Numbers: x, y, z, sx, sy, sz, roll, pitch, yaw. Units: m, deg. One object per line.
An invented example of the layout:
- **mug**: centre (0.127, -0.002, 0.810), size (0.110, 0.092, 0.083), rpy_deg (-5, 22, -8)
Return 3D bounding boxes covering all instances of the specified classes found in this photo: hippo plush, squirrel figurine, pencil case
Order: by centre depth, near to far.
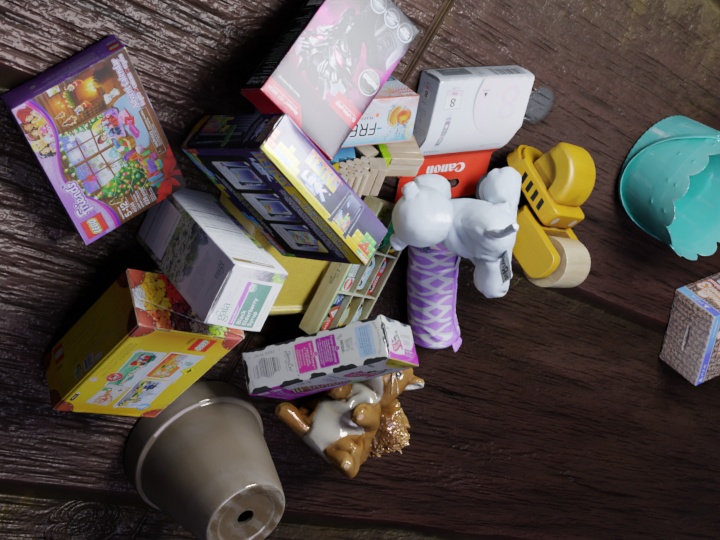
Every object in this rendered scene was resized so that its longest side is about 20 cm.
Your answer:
- **hippo plush**: centre (0.119, -0.045, 1.539), size (0.160, 0.200, 0.160), rpy_deg (7, 121, 6)
- **pencil case**: centre (0.109, 0.020, 1.699), size (0.084, 0.085, 0.201), rpy_deg (-54, 153, -43)
- **squirrel figurine**: centre (0.004, 0.202, 1.743), size (0.187, 0.141, 0.200), rpy_deg (-50, 152, -11)

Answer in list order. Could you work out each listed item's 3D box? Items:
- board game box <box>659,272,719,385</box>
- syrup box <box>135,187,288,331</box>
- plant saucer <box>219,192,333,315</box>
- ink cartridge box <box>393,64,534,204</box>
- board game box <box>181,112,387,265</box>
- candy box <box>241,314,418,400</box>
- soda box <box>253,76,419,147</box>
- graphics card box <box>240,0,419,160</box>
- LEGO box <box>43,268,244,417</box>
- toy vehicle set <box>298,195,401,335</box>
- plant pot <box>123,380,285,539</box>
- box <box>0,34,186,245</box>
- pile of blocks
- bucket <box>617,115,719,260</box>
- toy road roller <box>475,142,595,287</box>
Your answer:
- **board game box**: centre (0.668, 0.095, 2.185), size (0.199, 0.097, 0.160), rpy_deg (-18, 130, -27)
- **syrup box**: centre (-0.173, -0.017, 1.363), size (0.081, 0.200, 0.079), rpy_deg (12, 112, -42)
- **plant saucer**: centre (-0.104, -0.016, 1.532), size (0.199, 0.048, 0.201), rpy_deg (-1, 122, -38)
- **ink cartridge box**: centre (0.139, -0.176, 1.604), size (0.162, 0.057, 0.201), rpy_deg (-9, 122, -33)
- **board game box**: centre (-0.088, -0.094, 1.364), size (0.200, 0.165, 0.057), rpy_deg (48, 64, -33)
- **candy box**: centre (-0.038, 0.119, 1.574), size (0.199, 0.061, 0.136), rpy_deg (-17, 166, 17)
- **soda box**: centre (-0.030, -0.190, 1.443), size (0.199, 0.068, 0.064), rpy_deg (-9, 125, -33)
- **graphics card box**: centre (-0.031, -0.239, 1.356), size (0.125, 0.051, 0.200), rpy_deg (43, 71, -30)
- **LEGO box**: centre (-0.259, 0.092, 1.412), size (0.149, 0.077, 0.200), rpy_deg (11, 139, -43)
- **toy vehicle set**: centre (0.000, 0.000, 1.599), size (0.124, 0.026, 0.201), rpy_deg (10, 109, -62)
- **plant pot**: centre (-0.192, 0.276, 1.591), size (0.199, 0.174, 0.201), rpy_deg (-20, 130, -26)
- **box**: centre (-0.286, -0.139, 1.301), size (0.137, 0.039, 0.200), rpy_deg (-33, 136, -13)
- **pile of blocks**: centre (-0.009, -0.123, 1.507), size (0.200, 0.082, 0.062), rpy_deg (-25, 152, -37)
- **bucket**: centre (0.512, -0.135, 1.862), size (0.207, 0.135, 0.208), rpy_deg (-21, 131, -26)
- **toy road roller**: centre (0.268, -0.087, 1.645), size (0.146, 0.200, 0.123), rpy_deg (-39, 158, 28)
